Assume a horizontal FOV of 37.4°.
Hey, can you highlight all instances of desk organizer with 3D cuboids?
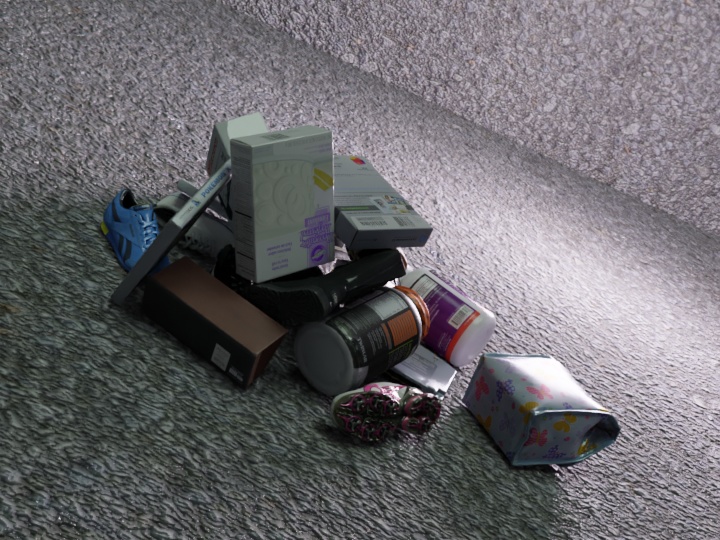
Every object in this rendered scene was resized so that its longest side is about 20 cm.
[{"bbox_3d":[-0.205,0.070,1.486,0.200,0.072,0.077,35,40,17],"label":"desk organizer"}]

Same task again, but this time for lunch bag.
[{"bbox_3d":[0.292,0.222,1.689,0.200,0.127,0.170,2,30,-30],"label":"lunch bag"}]

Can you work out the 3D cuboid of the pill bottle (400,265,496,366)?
[{"bbox_3d":[0.129,0.071,1.851,0.200,0.112,0.112,36,23,22],"label":"pill bottle"}]

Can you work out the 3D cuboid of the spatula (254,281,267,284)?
[{"bbox_3d":[-0.128,-0.030,1.732,0.057,0.021,0.200,20,61,27],"label":"spatula"}]

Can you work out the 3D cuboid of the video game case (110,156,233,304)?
[{"bbox_3d":[-0.260,-0.057,1.500,0.022,0.200,0.182,41,41,-7],"label":"video game case"}]

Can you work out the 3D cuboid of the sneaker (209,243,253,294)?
[{"bbox_3d":[-0.183,0.029,1.576,0.073,0.112,0.200,13,25,-30],"label":"sneaker"}]

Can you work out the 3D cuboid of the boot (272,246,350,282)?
[{"bbox_3d":[-0.061,0.027,1.788,0.204,0.074,0.154,2,36,-43],"label":"boot"}]

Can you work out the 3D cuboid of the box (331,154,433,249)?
[{"bbox_3d":[-0.005,-0.109,1.637,0.156,0.041,0.200,-4,42,-42],"label":"box"}]

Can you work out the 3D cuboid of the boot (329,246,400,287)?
[{"bbox_3d":[0.000,0.000,1.749,0.200,0.076,0.168,29,27,-41],"label":"boot"}]

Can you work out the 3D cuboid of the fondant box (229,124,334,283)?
[{"bbox_3d":[-0.109,-0.097,1.517,0.144,0.200,0.058,-17,27,-37],"label":"fondant box"}]

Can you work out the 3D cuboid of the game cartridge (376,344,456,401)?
[{"bbox_3d":[0.054,0.141,1.711,0.200,0.040,0.133,30,25,7],"label":"game cartridge"}]

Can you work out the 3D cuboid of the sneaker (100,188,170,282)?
[{"bbox_3d":[-0.337,-0.053,1.630,0.066,0.078,0.200,9,30,-44],"label":"sneaker"}]

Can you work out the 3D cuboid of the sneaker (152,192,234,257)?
[{"bbox_3d":[-0.263,-0.056,1.754,0.200,0.073,0.071,31,39,22],"label":"sneaker"}]

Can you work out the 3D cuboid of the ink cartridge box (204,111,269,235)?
[{"bbox_3d":[-0.166,-0.124,1.668,0.083,0.147,0.200,-18,71,-21],"label":"ink cartridge box"}]

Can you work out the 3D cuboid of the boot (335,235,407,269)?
[{"bbox_3d":[-0.023,-0.069,1.672,0.200,0.072,0.155,24,22,-24],"label":"boot"}]

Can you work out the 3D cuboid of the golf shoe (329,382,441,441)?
[{"bbox_3d":[0.021,0.197,1.514,0.092,0.073,0.200,19,6,43],"label":"golf shoe"}]

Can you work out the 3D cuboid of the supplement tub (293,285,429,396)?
[{"bbox_3d":[0.008,0.097,1.580,0.123,0.123,0.200,38,37,24],"label":"supplement tub"}]

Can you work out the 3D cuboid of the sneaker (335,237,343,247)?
[{"bbox_3d":[-0.102,-0.104,1.953,0.200,0.106,0.075,19,8,-40],"label":"sneaker"}]

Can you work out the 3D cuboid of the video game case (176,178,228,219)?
[{"bbox_3d":[-0.220,-0.094,1.826,0.182,0.023,0.200,31,-1,0],"label":"video game case"}]

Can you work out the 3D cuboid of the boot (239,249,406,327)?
[{"bbox_3d":[-0.053,0.020,1.545,0.165,0.066,0.200,2,21,37],"label":"boot"}]
